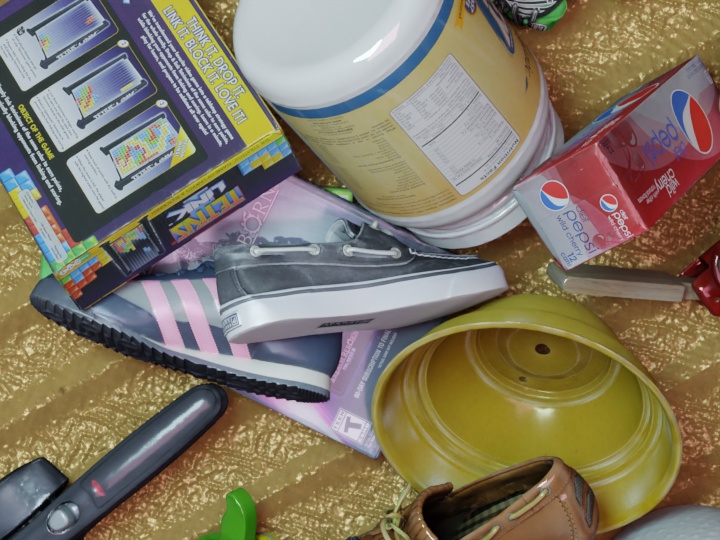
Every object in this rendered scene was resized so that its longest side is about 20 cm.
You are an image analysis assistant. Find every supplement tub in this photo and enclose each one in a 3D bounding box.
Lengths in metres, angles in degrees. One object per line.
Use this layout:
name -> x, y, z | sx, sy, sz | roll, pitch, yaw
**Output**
supplement tub -> 0.028, -0.117, 1.649 | 0.145, 0.145, 0.200 | -46, 135, -1

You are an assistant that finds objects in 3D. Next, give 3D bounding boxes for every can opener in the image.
can opener -> -0.167, 0.137, 1.713 | 0.200, 0.063, 0.079 | -36, 95, 10

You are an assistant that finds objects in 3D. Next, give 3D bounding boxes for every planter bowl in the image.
planter bowl -> 0.111, 0.076, 1.712 | 0.199, 0.084, 0.201 | 8, 136, 8

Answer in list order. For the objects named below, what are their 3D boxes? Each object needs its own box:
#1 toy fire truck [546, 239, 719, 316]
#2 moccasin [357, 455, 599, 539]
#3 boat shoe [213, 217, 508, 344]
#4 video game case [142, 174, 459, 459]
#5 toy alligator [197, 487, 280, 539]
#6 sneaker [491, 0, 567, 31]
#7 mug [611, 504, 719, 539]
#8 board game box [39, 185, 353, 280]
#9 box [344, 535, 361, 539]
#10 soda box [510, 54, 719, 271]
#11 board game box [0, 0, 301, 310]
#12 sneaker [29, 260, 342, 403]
toy fire truck -> 0.237, -0.012, 1.692 | 0.200, 0.176, 0.129 | -39, 95, -1
moccasin -> 0.051, 0.167, 1.707 | 0.200, 0.074, 0.078 | -18, 124, 30
boat shoe -> 0.000, 0.000, 1.659 | 0.199, 0.072, 0.068 | -7, 77, -26
video game case -> -0.047, 0.015, 1.727 | 0.199, 0.019, 0.144 | 26, 93, -7
toy alligator -> -0.075, 0.239, 1.745 | 0.054, 0.059, 0.201 | -3, 105, 38
sneaker -> 0.090, -0.191, 1.722 | 0.199, 0.078, 0.086 | -14, 94, -4
mug -> 0.252, 0.231, 1.703 | 0.199, 0.175, 0.149 | -4, 93, -4
board game box -> -0.107, -0.013, 1.740 | 0.199, 0.030, 0.096 | 4, 94, -7
box -> 0.007, 0.286, 1.704 | 0.161, 0.049, 0.200 | -44, 117, 9
soda box -> 0.171, -0.069, 1.672 | 0.070, 0.200, 0.064 | -28, 96, 32
board game box -> -0.156, -0.100, 1.670 | 0.165, 0.057, 0.200 | -31, 59, -3
sneaker -> -0.106, 0.021, 1.689 | 0.199, 0.070, 0.083 | 17, 77, -8
